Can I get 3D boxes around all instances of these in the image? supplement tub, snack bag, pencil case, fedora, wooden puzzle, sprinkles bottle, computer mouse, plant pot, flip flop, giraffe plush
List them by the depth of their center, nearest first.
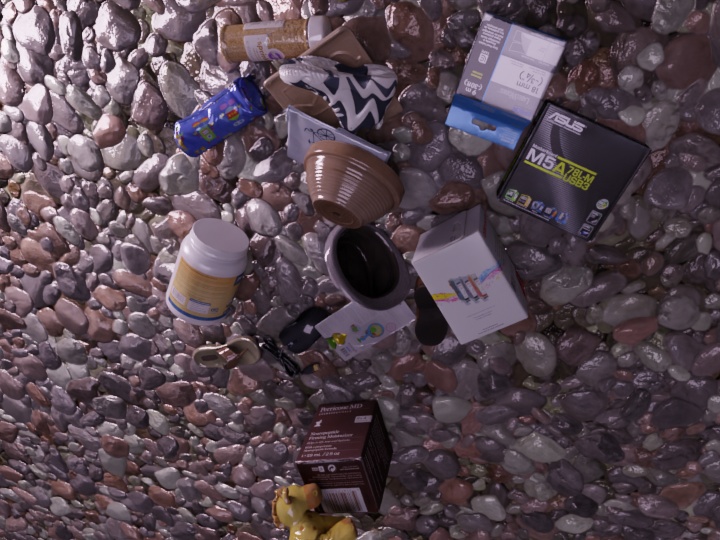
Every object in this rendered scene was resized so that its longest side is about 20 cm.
[{"bbox_3d":[-0.152,-0.415,0.996,0.198,0.068,0.069,1,116,13],"label":"sprinkles bottle"},{"bbox_3d":[-0.047,-0.323,1.007,0.184,0.047,0.200,-26,134,23],"label":"wooden puzzle"},{"bbox_3d":[-0.026,-0.142,1.025,0.199,0.093,0.201,22,164,7],"label":"plant pot"},{"bbox_3d":[-0.050,-0.217,1.028,0.198,0.022,0.189,25,164,-1],"label":"snack bag"},{"bbox_3d":[-0.276,-0.299,1.076,0.199,0.079,0.087,-25,137,23],"label":"pencil case"},{"bbox_3d":[0.000,0.000,1.127,0.201,0.176,0.090,54,145,2],"label":"fedora"},{"bbox_3d":[-0.330,0.004,1.202,0.144,0.145,0.201,27,119,-1],"label":"supplement tub"},{"bbox_3d":[-0.123,0.541,1.203,0.172,0.199,0.163,-40,68,39],"label":"giraffe plush"},{"bbox_3d":[-0.134,0.183,1.300,0.199,0.046,0.141,-33,104,25],"label":"computer mouse"},{"bbox_3d":[-0.330,0.212,1.355,0.198,0.058,0.082,-9,114,18],"label":"flip flop"}]

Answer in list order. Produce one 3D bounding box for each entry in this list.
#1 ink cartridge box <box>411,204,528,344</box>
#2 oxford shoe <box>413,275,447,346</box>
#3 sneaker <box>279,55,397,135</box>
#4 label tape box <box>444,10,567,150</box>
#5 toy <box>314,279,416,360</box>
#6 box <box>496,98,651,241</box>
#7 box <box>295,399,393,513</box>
[{"bbox_3d":[0.214,0.005,1.073,0.144,0.146,0.201,-25,107,23],"label":"ink cartridge box"},{"bbox_3d":[0.150,0.083,1.178,0.070,0.072,0.201,-1,132,7],"label":"oxford shoe"},{"bbox_3d":[-0.042,-0.288,0.951,0.197,0.080,0.131,-2,131,-16],"label":"sneaker"},{"bbox_3d":[0.243,-0.318,0.953,0.143,0.063,0.202,21,118,3],"label":"label tape box"},{"bbox_3d":[0.010,0.106,1.224,0.199,0.047,0.115,-34,111,14],"label":"toy"},{"bbox_3d":[0.378,-0.177,1.000,0.198,0.048,0.194,25,121,0],"label":"box"},{"bbox_3d":[-0.032,0.443,1.318,0.164,0.200,0.166,-10,113,17],"label":"box"}]
